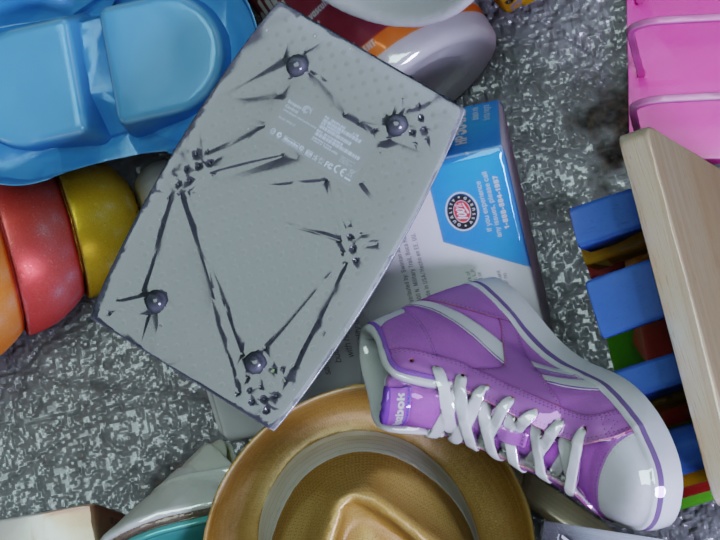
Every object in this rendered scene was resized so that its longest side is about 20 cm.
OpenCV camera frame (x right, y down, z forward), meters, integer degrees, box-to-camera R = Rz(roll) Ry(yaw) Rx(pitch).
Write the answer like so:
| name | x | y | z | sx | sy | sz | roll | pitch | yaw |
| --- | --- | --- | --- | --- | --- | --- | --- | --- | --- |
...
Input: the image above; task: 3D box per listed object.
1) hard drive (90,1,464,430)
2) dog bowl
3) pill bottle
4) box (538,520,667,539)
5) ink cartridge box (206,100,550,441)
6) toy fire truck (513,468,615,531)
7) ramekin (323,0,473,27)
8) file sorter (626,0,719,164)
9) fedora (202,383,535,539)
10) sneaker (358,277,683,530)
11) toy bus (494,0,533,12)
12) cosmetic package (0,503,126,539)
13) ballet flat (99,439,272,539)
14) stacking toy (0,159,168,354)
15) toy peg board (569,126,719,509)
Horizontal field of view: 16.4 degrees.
| name | x | y | z | sx | sy | sz | roll | pitch | yaw |
| --- | --- | --- | --- | --- | --- | --- | --- | --- | --- |
| hard drive | -0.043 | -0.028 | 1.351 | 0.134 | 0.042 | 0.201 | 30 | 87 | 11 |
| dog bowl | -0.146 | -0.112 | 1.428 | 0.199 | 0.050 | 0.112 | -11 | 87 | 13 |
| pill bottle | -0.016 | -0.186 | 1.494 | 0.114 | 0.114 | 0.201 | -34 | 74 | 1 |
| box | 0.166 | 0.212 | 1.328 | 0.157 | 0.201 | 0.049 | 9 | 57 | 7 |
| ink cartridge box | 0.000 | 0.000 | 1.435 | 0.199 | 0.084 | 0.147 | -11 | 114 | 7 |
| toy fire truck | 0.066 | 0.158 | 1.440 | 0.141 | 0.049 | 0.200 | -41 | 74 | -1 |
| ramekin | 0.020 | -0.243 | 1.360 | 0.200 | 0.201 | 0.098 | 37 | 52 | 15 |
| file sorter | 0.220 | -0.175 | 1.445 | 0.138 | 0.125 | 0.202 | -2 | 78 | 9 |
| fedora | 0.009 | 0.165 | 1.347 | 0.199 | 0.082 | 0.202 | -1 | 100 | -7 |
| sneaker | 0.072 | 0.082 | 1.302 | 0.114 | 0.073 | 0.200 | -13 | 35 | -32 |
| toy bus | 0.054 | -0.245 | 1.513 | 0.065 | 0.078 | 0.200 | -37 | 74 | -1 |
| cosmetic package | -0.166 | 0.243 | 1.436 | 0.087 | 0.103 | 0.202 | -10 | 78 | 9 |
| ballet flat | -0.053 | 0.121 | 1.415 | 0.199 | 0.069 | 0.070 | -13 | 76 | -2 |
| stacking toy | -0.183 | -0.024 | 1.503 | 0.199 | 0.146 | 0.147 | -16 | 75 | -14 |
| toy peg board | 0.170 | 0.046 | 1.379 | 0.097 | 0.199 | 0.201 | -19 | 75 | 22 |
